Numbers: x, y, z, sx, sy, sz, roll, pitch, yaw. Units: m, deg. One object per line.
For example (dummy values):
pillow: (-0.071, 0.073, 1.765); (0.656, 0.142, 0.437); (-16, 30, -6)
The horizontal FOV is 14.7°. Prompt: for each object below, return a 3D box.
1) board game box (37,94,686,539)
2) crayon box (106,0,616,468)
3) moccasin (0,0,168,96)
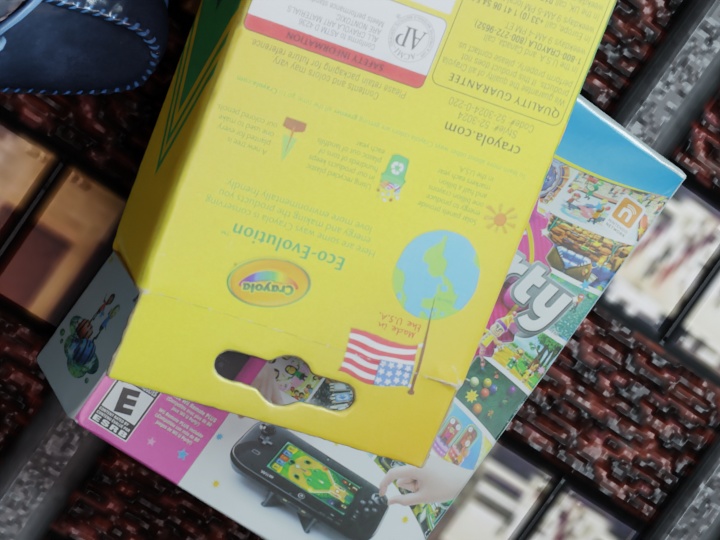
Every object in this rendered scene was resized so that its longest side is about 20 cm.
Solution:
board game box: (0.000, 0.000, 1.034); (0.147, 0.064, 0.200); (33, 94, -24)
crayon box: (-0.003, -0.045, 0.957); (0.126, 0.051, 0.201); (18, 101, -20)
moccasin: (-0.164, -0.078, 0.943); (0.199, 0.068, 0.081); (5, 139, -11)
